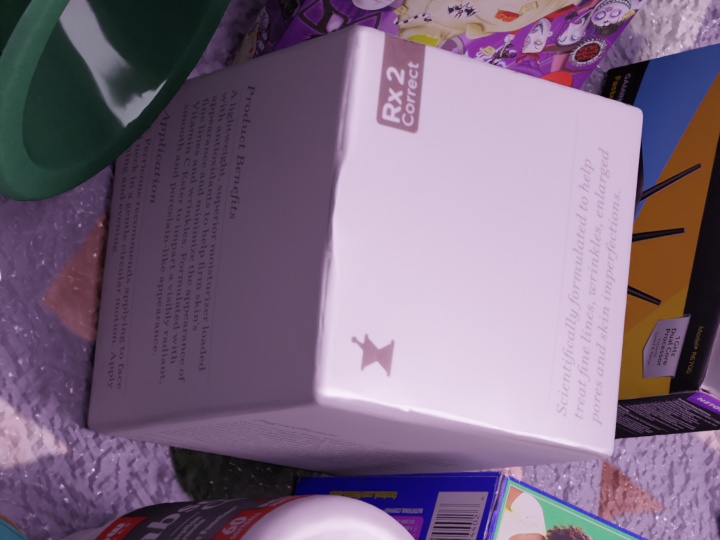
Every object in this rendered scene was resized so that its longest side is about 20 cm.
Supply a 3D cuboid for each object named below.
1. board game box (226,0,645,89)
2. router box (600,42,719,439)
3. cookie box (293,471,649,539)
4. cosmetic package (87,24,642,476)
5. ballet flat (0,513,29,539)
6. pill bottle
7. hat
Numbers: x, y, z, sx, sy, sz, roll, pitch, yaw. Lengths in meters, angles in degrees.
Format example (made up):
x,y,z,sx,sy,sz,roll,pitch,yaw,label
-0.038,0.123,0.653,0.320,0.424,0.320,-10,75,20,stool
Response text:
x,y,z,sx,sy,sz,roll,pitch,yaw,label
0.046,-0.127,1.441,0.200,0.120,0.032,0,55,-35,board game box
0.163,-0.016,1.486,0.051,0.149,0.201,28,68,-30,router box
0.084,0.163,1.395,0.200,0.171,0.075,25,73,-30,cookie box
0.000,0.000,1.337,0.165,0.200,0.165,13,77,-33,cosmetic package
-0.208,0.098,1.234,0.200,0.063,0.069,52,40,-40,ballet flat
-0.063,0.157,1.272,0.116,0.200,0.116,5,82,-35,pill bottle
-0.160,-0.159,1.287,0.200,0.176,0.166,-58,162,9,hat
